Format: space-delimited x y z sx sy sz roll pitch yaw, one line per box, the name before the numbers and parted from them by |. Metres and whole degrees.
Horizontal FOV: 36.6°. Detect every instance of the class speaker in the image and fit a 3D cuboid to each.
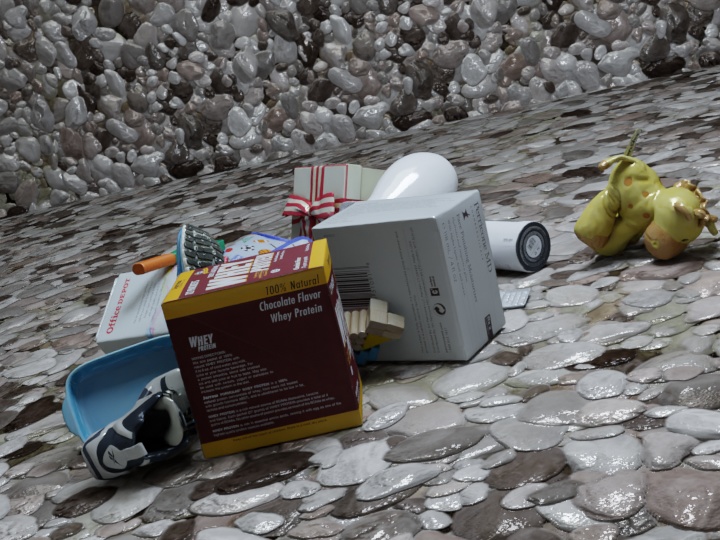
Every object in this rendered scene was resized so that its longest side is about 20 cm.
speaker | 0.209 -0.042 1.768 0.081 0.082 0.200 -24 17 -34

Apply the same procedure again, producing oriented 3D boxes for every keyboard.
keyboard | 0.151 0.051 1.608 0.199 0.011 0.056 -8 16 23

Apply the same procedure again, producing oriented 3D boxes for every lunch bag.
lunch bag | -0.149 0.016 1.815 0.199 0.124 0.170 14 27 29

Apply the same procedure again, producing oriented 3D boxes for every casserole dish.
casserole dish | -0.288 0.159 1.414 0.199 0.122 0.039 -19 -3 -17

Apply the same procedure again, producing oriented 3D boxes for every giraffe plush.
giraffe plush | 0.440 -0.085 1.611 0.172 0.201 0.162 -21 45 -38

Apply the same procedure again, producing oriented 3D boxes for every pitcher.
pitcher | 0.089 -0.101 1.796 0.171 0.122 0.200 37 52 21

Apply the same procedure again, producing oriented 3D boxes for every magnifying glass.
magnifying glass | -0.288 -0.021 1.728 0.079 0.023 0.200 -7 7 30

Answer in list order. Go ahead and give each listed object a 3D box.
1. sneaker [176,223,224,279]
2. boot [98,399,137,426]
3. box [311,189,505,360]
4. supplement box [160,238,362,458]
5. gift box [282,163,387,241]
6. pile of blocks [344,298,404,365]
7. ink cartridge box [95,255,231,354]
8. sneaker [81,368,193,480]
sneaker | -0.246 0.027 1.527 0.090 0.201 0.078 -22 -31 33
boot | -0.278 0.155 1.521 0.199 0.066 0.175 -20 28 -20
box | 0.067 0.009 1.466 0.199 0.200 0.131 -4 18 34
supplement box | -0.113 0.092 1.320 0.196 0.201 0.133 -13 15 4
gift box | -0.018 -0.085 1.918 0.186 0.201 0.184 4 -5 -37
pile of blocks | -0.031 0.092 1.437 0.199 0.082 0.062 -16 35 15
ink cartridge box | -0.292 0.068 1.696 0.199 0.083 0.146 -9 47 20
sneaker | -0.229 0.175 1.310 0.129 0.080 0.199 -17 9 43
